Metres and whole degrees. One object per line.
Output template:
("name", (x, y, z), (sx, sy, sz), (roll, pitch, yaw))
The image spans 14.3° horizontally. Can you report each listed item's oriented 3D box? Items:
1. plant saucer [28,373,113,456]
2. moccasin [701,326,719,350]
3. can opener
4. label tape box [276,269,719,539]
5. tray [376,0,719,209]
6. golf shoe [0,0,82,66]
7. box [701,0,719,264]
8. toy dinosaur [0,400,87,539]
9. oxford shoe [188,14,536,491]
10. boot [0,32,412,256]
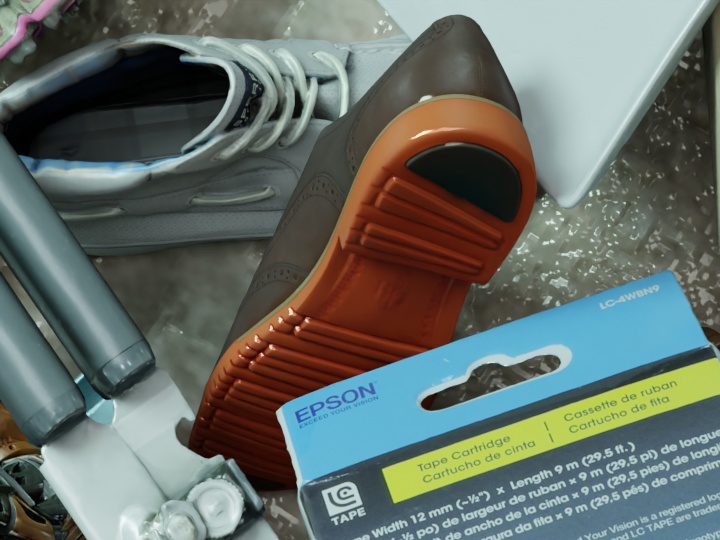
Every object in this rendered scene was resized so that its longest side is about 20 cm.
("plant saucer", (-0.058, 0.118, 0.974), (0.070, 0.019, 0.200), (-41, 57, -3))
("moccasin", (0.117, 0.051, 0.972), (0.200, 0.074, 0.078), (-8, 64, 8))
("can opener", (-0.096, 0.034, 0.932), (0.053, 0.066, 0.201), (-34, 90, -18))
("label tape box", (0.067, 0.105, 0.885), (0.142, 0.066, 0.201), (-18, 43, -3))
("tray", (0.063, -0.107, 0.968), (0.108, 0.022, 0.200), (-58, 35, 16))
("golf shoe", (-0.167, -0.082, 0.974), (0.092, 0.073, 0.200), (39, 110, -15))
("box", (0.153, -0.089, 0.956), (0.077, 0.095, 0.201), (-4, 59, 5))
("toy dinosaur", (-0.128, 0.096, 0.932), (0.102, 0.135, 0.200), (-57, 47, 19))
("oxford shoe", (0.000, 0.000, 0.966), (0.071, 0.200, 0.073), (19, 42, -22))
("boot", (-0.031, -0.048, 0.995), (0.199, 0.096, 0.074), (-12, 78, 4))
